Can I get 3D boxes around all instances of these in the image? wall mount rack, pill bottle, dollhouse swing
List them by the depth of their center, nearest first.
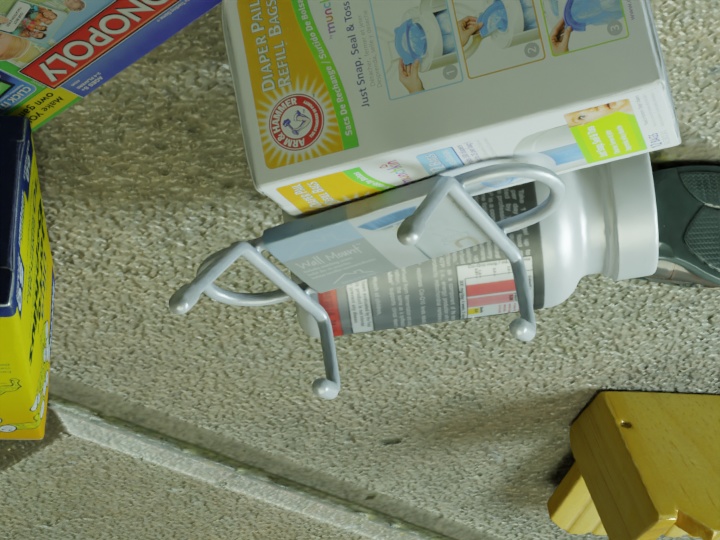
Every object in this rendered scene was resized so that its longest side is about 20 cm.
[{"bbox_3d":[0.000,0.000,0.961,0.199,0.075,0.174,-18,153,19],"label":"wall mount rack"},{"bbox_3d":[0.058,-0.031,1.097,0.198,0.117,0.116,-7,149,1],"label":"pill bottle"},{"bbox_3d":[0.255,0.189,1.471,0.198,0.182,0.177,4,128,-19],"label":"dollhouse swing"}]

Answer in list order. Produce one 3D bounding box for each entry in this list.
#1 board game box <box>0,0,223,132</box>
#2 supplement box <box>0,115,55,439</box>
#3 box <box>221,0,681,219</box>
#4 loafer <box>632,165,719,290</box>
[{"bbox_3d":[-0.152,-0.141,0.957,0.199,0.029,0.134,-29,142,32],"label":"board game box"},{"bbox_3d":[-0.229,0.008,1.081,0.108,0.110,0.200,2,156,-4],"label":"supplement box"},{"bbox_3d":[0.046,-0.098,0.973,0.198,0.102,0.112,-14,166,11],"label":"box"},{"bbox_3d":[0.181,-0.025,1.199,0.198,0.073,0.063,6,168,-9],"label":"loafer"}]
